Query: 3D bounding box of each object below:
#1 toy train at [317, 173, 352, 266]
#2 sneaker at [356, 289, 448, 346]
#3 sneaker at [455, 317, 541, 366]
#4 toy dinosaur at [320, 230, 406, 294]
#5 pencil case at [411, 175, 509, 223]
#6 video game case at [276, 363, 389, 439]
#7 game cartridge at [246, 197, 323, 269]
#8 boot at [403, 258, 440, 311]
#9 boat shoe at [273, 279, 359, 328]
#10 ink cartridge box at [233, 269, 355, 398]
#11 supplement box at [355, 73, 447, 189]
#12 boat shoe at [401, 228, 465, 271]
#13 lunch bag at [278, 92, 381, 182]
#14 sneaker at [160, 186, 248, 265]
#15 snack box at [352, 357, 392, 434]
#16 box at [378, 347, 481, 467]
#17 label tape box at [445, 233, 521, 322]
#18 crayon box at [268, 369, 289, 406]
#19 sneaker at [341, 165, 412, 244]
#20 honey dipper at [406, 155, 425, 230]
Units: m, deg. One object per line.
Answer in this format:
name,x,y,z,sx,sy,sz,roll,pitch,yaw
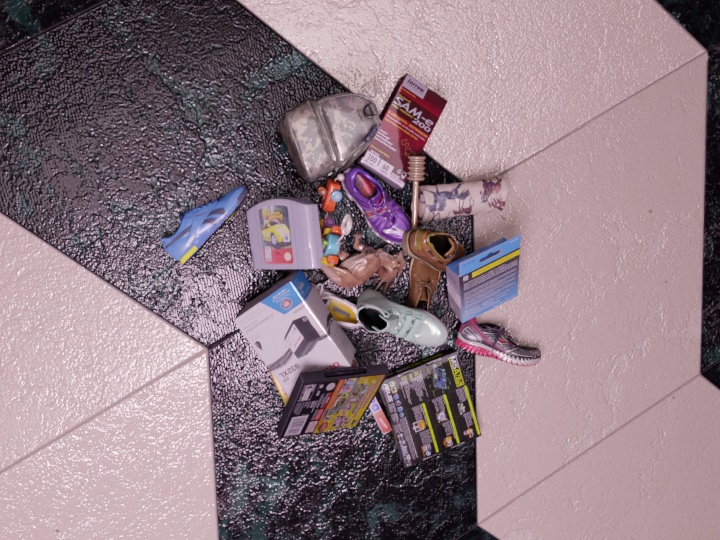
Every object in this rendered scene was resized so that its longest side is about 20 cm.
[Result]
toy train,-0.069,-0.099,1.146,0.054,0.201,0.153,12,117,-17
sneaker,0.078,0.113,1.153,0.197,0.118,0.075,23,108,2
sneaker,0.308,0.159,1.284,0.195,0.081,0.076,16,90,-11
toy dinosaur,0.000,0.000,1.216,0.195,0.087,0.137,-16,133,7
pencil case,0.208,-0.150,1.235,0.195,0.089,0.080,-9,88,-8
video game case,-0.057,0.254,1.138,0.177,0.026,0.202,-1,137,-27
game cartridge,-0.151,-0.071,1.125,0.040,0.197,0.137,-7,94,-45
boot,0.136,0.034,1.243,0.072,0.075,0.205,12,91,-10
boat shoe,-0.082,0.070,1.192,0.198,0.086,0.076,25,79,-13
ink cartridge box,-0.122,0.126,1.124,0.143,0.084,0.202,-32,101,13
supplement box,0.084,-0.285,1.212,0.107,0.061,0.203,28,89,-13
boat shoe,0.167,-0.040,1.197,0.198,0.067,0.074,7,81,-49
lunch bag,-0.056,-0.260,1.117,0.165,0.200,0.142,-27,100,-6
sneaker,-0.306,-0.105,1.151,0.200,0.066,0.079,-45,97,-4
snack box,0.007,0.245,1.237,0.024,0.072,0.203,-28,100,-7
box,0.149,0.298,1.283,0.189,0.047,0.204,-20,97,-11
label tape box,0.253,0.002,1.211,0.142,0.064,0.202,-24,140,-9
crayon box,-0.117,0.214,1.221,0.124,0.052,0.204,-25,99,-8
sneaker,0.036,-0.130,1.204,0.200,0.083,0.081,43,87,-14
honey dipper,0.109,-0.129,1.193,0.037,0.038,0.205,0,103,-11
